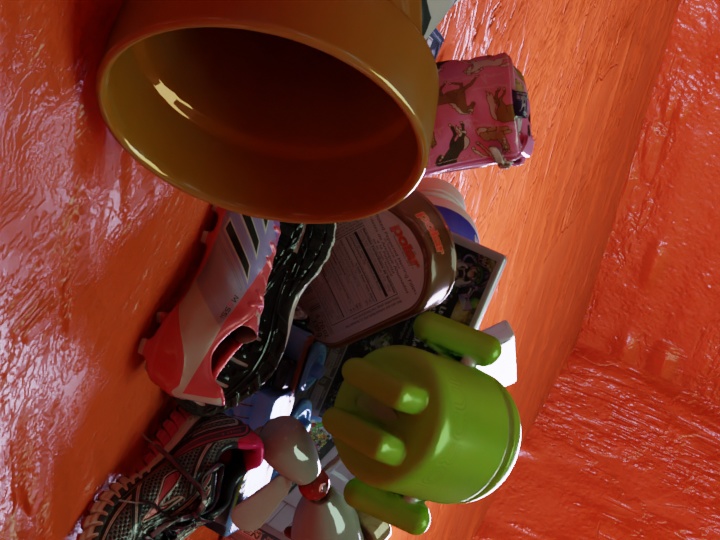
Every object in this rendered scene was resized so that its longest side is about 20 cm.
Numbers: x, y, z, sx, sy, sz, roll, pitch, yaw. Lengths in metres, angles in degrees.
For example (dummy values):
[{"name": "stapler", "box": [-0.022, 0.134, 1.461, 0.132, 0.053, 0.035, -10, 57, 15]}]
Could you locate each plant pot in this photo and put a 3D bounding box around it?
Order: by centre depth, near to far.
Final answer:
[{"name": "plant pot", "box": [-0.041, -0.159, 1.045, 0.201, 0.198, 0.185, 88, 12, -61]}]

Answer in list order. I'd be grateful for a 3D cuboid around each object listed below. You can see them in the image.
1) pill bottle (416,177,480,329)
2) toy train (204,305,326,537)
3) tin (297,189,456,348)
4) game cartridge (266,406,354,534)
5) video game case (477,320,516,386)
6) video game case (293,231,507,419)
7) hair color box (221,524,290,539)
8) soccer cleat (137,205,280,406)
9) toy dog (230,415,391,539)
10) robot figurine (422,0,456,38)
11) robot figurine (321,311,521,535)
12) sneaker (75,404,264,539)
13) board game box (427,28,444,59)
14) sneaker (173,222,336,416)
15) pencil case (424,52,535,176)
[{"name": "pill bottle", "box": [0.068, -0.004, 1.773, 0.201, 0.111, 0.113, -87, -173, -50]}, {"name": "toy train", "box": [-0.096, 0.127, 1.491, 0.114, 0.086, 0.202, -23, 135, -63]}, {"name": "tin", "box": [0.000, 0.000, 1.473, 0.199, 0.113, 0.042, -27, -176, 46]}, {"name": "game cartridge", "box": [-0.028, 0.165, 1.629, 0.200, 0.038, 0.129, -47, 130, 11]}, {"name": "video game case", "box": [0.064, 0.123, 1.730, 0.198, 0.022, 0.182, -26, 162, -2]}, {"name": "video game case", "box": [0.012, 0.044, 1.559, 0.023, 0.180, 0.202, 47, 66, -80]}, {"name": "hair color box", "box": [-0.057, 0.238, 1.786, 0.200, 0.099, 0.061, -47, 160, -55]}, {"name": "soccer cleat", "box": [-0.094, 0.009, 1.310, 0.201, 0.076, 0.067, -62, 166, -22]}, {"name": "toy dog", "box": [-0.050, 0.194, 1.477, 0.131, 0.096, 0.202, -30, 123, -42]}, {"name": "robot figurine", "box": [0.007, -0.210, 1.242, 0.151, 0.124, 0.200, 59, 40, -19]}, {"name": "robot figurine", "box": [0.056, 0.128, 1.416, 0.199, 0.115, 0.177, 20, 92, -51]}, {"name": "sneaker", "box": [-0.152, 0.186, 1.345, 0.201, 0.074, 0.081, -55, 147, -31]}, {"name": "board game box", "box": [0.020, -0.173, 1.553, 0.200, 0.034, 0.137, 19, 93, -77]}, {"name": "sneaker", "box": [-0.086, 0.029, 1.395, 0.201, 0.074, 0.079, -59, -171, -10]}, {"name": "pencil case", "box": [0.032, -0.106, 1.315, 0.087, 0.197, 0.084, -88, 166, -61]}]
